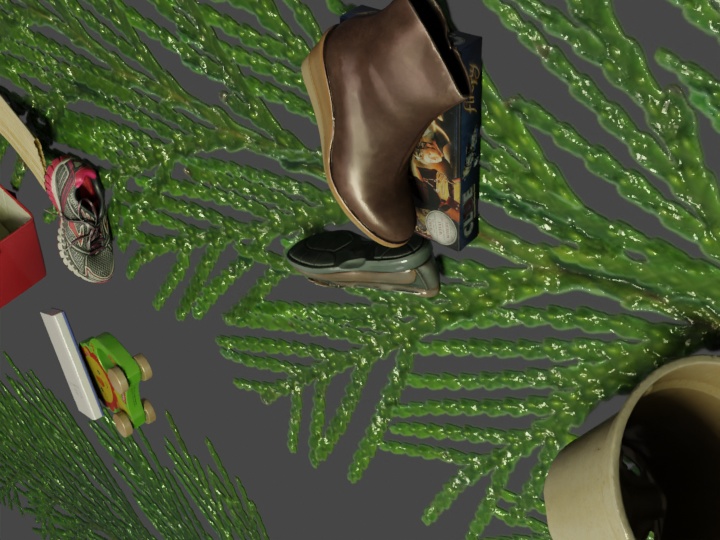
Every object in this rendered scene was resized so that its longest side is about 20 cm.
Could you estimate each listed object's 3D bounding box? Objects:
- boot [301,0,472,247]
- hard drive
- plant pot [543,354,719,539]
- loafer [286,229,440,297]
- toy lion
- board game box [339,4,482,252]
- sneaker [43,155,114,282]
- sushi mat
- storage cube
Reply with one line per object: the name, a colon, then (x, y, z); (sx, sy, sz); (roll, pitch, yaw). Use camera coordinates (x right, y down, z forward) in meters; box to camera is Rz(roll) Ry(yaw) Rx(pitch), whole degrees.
boot: (0.032, -0.120, 0.779); (0.165, 0.072, 0.202); (-11, 107, 53)
hard drive: (-0.530, 0.169, 1.696); (0.131, 0.025, 0.203); (2, 113, 61)
plant pot: (0.253, 0.190, 0.779); (0.201, 0.200, 0.184); (50, 156, 3)
loafer: (0.000, 0.000, 0.982); (0.198, 0.072, 0.063); (2, 127, 45)
toy lion: (-0.443, 0.184, 1.636); (0.191, 0.068, 0.202); (42, 143, 27)
board game box: (0.046, -0.129, 0.849); (0.134, 0.035, 0.202); (25, 136, 33)
sneaker: (-0.407, -0.068, 1.362); (0.074, 0.080, 0.202); (17, 131, 36)
sushi mat: (-0.515, -0.202, 1.387); (0.200, 0.012, 0.097); (43, 144, 37)
storage cube: (-0.664, -0.042, 1.576); (0.170, 0.200, 0.181); (40, 149, 15)
